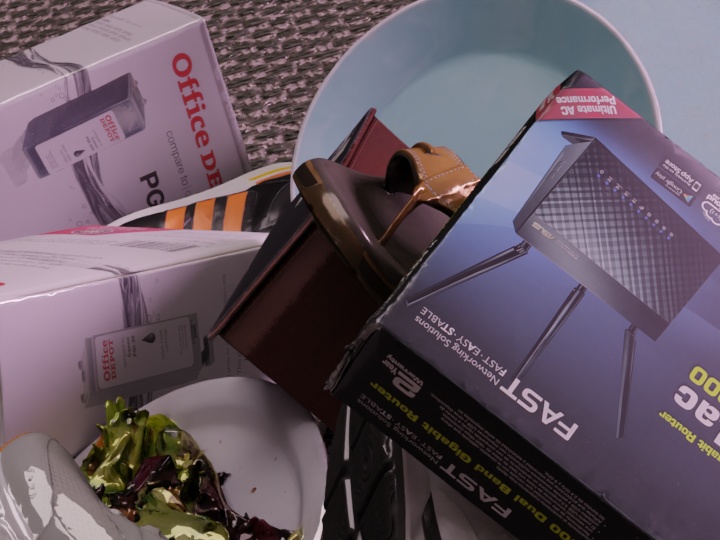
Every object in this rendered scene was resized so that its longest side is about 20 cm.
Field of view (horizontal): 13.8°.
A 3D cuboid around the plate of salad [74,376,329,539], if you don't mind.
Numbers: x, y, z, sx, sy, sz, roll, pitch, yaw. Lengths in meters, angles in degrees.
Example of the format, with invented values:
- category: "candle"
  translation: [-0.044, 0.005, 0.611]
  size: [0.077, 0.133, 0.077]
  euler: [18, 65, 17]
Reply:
- category: "plate of salad"
  translation: [-0.097, 0.123, 1.231]
  size: [0.199, 0.048, 0.201]
  euler: [-28, 38, 24]

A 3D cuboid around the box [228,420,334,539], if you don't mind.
- category: "box"
  translation: [0.045, 0.079, 1.302]
  size: [0.200, 0.069, 0.082]
  euler: [-32, 25, -34]

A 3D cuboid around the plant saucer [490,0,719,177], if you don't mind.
- category: "plant saucer"
  translation: [0.168, -0.095, 1.562]
  size: [0.199, 0.027, 0.201]
  euler: [-2, 64, 5]

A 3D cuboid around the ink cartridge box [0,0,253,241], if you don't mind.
- category: "ink cartridge box"
  translation: [-0.164, -0.045, 1.650]
  size: [0.199, 0.146, 0.085]
  euler: [-26, 22, -22]

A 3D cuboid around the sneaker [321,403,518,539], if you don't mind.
- category: "sneaker"
  translation: [0.055, 0.120, 1.142]
  size: [0.115, 0.076, 0.201]
  euler: [6, 44, -21]

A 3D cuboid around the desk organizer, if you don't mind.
- category: "desk organizer"
  translation: [0.000, 0.000, 1.303]
  size: [0.072, 0.077, 0.200]
  euler: [-49, 5, 16]

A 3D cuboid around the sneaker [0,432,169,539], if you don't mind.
- category: "sneaker"
  translation: [-0.063, 0.129, 1.120]
  size: [0.092, 0.076, 0.200]
  euler: [-38, 67, 2]

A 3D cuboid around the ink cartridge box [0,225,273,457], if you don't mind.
- category: "ink cartridge box"
  translation: [-0.147, 0.032, 1.399]
  size: [0.146, 0.083, 0.199]
  euler: [4, 11, 41]

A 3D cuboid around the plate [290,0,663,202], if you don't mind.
- category: "plate"
  translation: [0.060, -0.052, 1.529]
  size: [0.199, 0.201, 0.026]
  euler: [-10, -22, 17]

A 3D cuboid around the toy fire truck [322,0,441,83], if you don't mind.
- category: "toy fire truck"
  translation: [0.074, -0.154, 1.632]
  size: [0.175, 0.129, 0.200]
  euler: [-27, -21, -26]

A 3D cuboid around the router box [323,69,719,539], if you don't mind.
- category: "router box"
  translation: [0.110, 0.042, 1.110]
  size: [0.150, 0.200, 0.062]
  euler: [-51, -3, -33]

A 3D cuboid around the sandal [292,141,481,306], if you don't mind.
- category: "sandal"
  translation: [0.037, -0.017, 1.209]
  size: [0.055, 0.082, 0.200]
  euler: [-46, -28, 17]

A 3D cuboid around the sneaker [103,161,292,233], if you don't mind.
- category: "sneaker"
  translation: [-0.073, -0.004, 1.588]
  size: [0.200, 0.070, 0.090]
  euler: [-27, 21, -31]
